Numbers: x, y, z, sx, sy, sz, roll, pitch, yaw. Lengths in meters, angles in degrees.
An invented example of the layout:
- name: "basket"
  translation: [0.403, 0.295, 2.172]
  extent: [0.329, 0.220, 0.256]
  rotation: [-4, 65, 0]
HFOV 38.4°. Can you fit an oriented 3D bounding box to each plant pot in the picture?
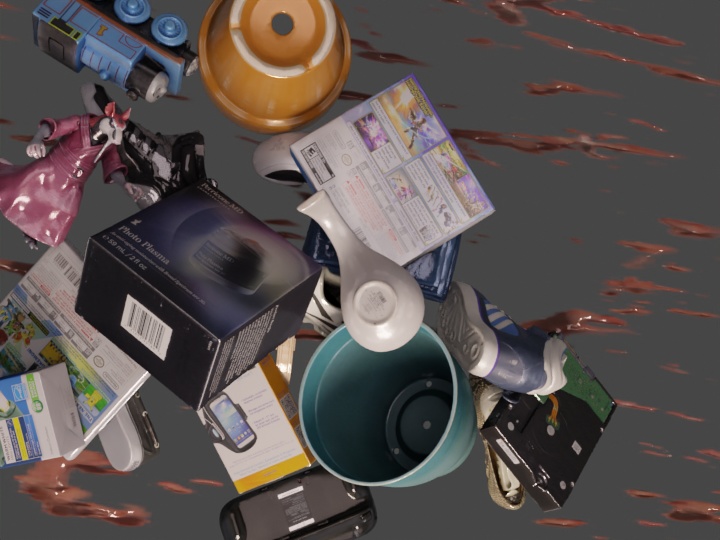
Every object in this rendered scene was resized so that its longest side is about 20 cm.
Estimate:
- name: "plant pot"
  translation: [-0.100, -0.278, 1.259]
  extent: [0.198, 0.183, 0.203]
  rotation: [0, 89, -9]
- name: "plant pot"
  translation: [0.055, 0.171, 1.259]
  extent: [0.198, 0.188, 0.203]
  rotation: [-8, 69, 23]

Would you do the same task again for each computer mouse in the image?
- name: "computer mouse"
  translation: [-0.039, -0.143, 1.322]
  extent: [0.197, 0.044, 0.111]
  rotation: [2, 60, -8]

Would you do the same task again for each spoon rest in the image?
- name: "spoon rest"
  translation: [0.000, 0.000, 1.203]
  extent: [0.099, 0.061, 0.201]
  rotation: [-33, 80, 10]

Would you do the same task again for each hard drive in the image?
- name: "hard drive"
  translation: [0.245, 0.190, 1.331]
  extent: [0.140, 0.038, 0.200]
  rotation: [50, 49, -9]

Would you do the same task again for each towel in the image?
- name: "towel"
  translation: [0.029, -0.036, 1.346]
  extent: [0.198, 0.049, 0.113]
  rotation: [15, 86, -8]

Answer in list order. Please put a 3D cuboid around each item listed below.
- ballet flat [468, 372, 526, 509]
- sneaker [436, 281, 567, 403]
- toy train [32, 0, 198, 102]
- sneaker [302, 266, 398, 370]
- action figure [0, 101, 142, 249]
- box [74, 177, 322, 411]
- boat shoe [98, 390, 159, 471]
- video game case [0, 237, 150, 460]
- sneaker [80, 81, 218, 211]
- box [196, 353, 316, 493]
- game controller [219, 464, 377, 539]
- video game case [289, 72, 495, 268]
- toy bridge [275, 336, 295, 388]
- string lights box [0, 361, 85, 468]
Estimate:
- name: "ballet flat"
  translation: [0.189, 0.215, 1.354]
  extent: [0.067, 0.075, 0.203]
  rotation: [-9, 91, -9]
- name: "sneaker"
  translation: [0.186, 0.092, 1.310]
  extent: [0.145, 0.200, 0.081]
  rotation: [18, 108, -18]
- name: "toy train"
  translation: [-0.299, -0.282, 1.264]
  extent: [0.199, 0.087, 0.115]
  rotation: [32, 65, -2]
- name: "sneaker"
  translation: [-0.001, 0.062, 1.298]
  extent: [0.199, 0.088, 0.075]
  rotation: [33, 54, -27]
- name: "action figure"
  translation: [-0.339, -0.124, 1.227]
  extent: [0.200, 0.149, 0.134]
  rotation: [-44, 118, 9]
- name: "box"
  translation: [-0.186, 0.019, 1.198]
  extent: [0.199, 0.198, 0.124]
  rotation: [36, 129, 15]
- name: "boat shoe"
  translation: [-0.306, 0.150, 1.286]
  extent: [0.056, 0.068, 0.202]
  rotation: [-9, 76, -52]
- name: "video game case"
  translation: [-0.355, 0.093, 1.251]
  extent: [0.200, 0.022, 0.182]
  rotation: [45, 96, 10]
- name: "sneaker"
  translation: [-0.260, -0.162, 1.291]
  extent: [0.113, 0.075, 0.201]
  rotation: [-32, 98, -11]
- name: "box"
  translation: [-0.145, 0.167, 1.292]
  extent: [0.118, 0.041, 0.202]
  rotation: [-25, 92, 26]
- name: "game controller"
  translation: [-0.080, 0.319, 1.334]
  extent: [0.198, 0.042, 0.105]
  rotation: [-19, 78, -9]
- name: "video game case"
  translation: [0.038, -0.111, 1.274]
  extent: [0.180, 0.045, 0.201]
  rotation: [-31, 86, -6]
- name: "toy bridge"
  translation: [-0.097, 0.091, 1.314]
  extent: [0.027, 0.067, 0.203]
  rotation: [6, 89, -9]
- name: "string lights box"
  translation: [-0.435, 0.182, 1.224]
  extent: [0.198, 0.059, 0.104]
  rotation: [-14, 92, 17]
